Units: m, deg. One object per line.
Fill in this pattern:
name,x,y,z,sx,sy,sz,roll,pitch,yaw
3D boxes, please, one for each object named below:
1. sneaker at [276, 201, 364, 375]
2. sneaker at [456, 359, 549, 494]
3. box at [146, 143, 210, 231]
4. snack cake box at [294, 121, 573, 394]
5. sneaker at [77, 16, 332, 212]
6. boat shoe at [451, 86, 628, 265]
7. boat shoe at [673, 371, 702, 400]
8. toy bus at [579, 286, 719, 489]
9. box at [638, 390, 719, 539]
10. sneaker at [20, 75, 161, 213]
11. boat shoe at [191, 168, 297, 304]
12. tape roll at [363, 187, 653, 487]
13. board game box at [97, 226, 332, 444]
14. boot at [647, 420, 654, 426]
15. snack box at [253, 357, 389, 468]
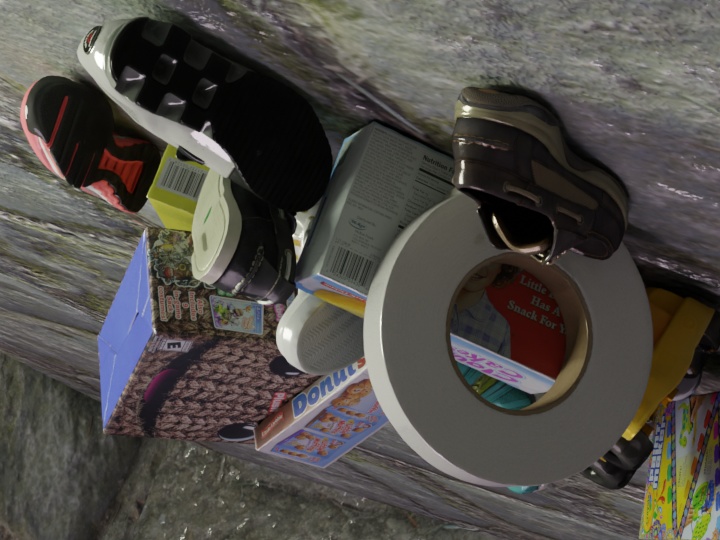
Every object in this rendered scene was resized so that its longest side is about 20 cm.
sneaker,-0.029,0.003,1.369,0.115,0.200,0.074,18,126,27
sneaker,0.077,0.075,1.347,0.077,0.079,0.201,-20,96,62
box,-0.123,-0.055,1.496,0.050,0.076,0.200,20,169,7
snack cake box,0.066,-0.006,1.281,0.199,0.116,0.067,25,165,-15
sneaker,-0.103,-0.109,1.243,0.200,0.074,0.088,37,168,-33
boat shoe,0.104,-0.043,1.149,0.074,0.074,0.200,13,166,36
boat shoe,0.182,0.067,1.536,0.199,0.069,0.057,18,169,6
toy bus,0.161,0.053,1.406,0.192,0.136,0.200,36,168,8
box,0.358,0.176,1.507,0.199,0.123,0.193,11,171,-10
sneaker,-0.237,-0.101,1.489,0.086,0.074,0.200,18,168,21
boat shoe,-0.080,-0.039,1.315,0.067,0.072,0.200,21,-155,-16
tape roll,0.099,0.042,1.231,0.202,0.204,0.037,24,166,-15
board game box,-0.093,0.058,1.477,0.199,0.097,0.160,5,144,-21
boot,0.195,0.111,1.695,0.199,0.070,0.174,15,176,32
snack box,0.004,0.095,1.444,0.072,0.024,0.200,19,137,-36
